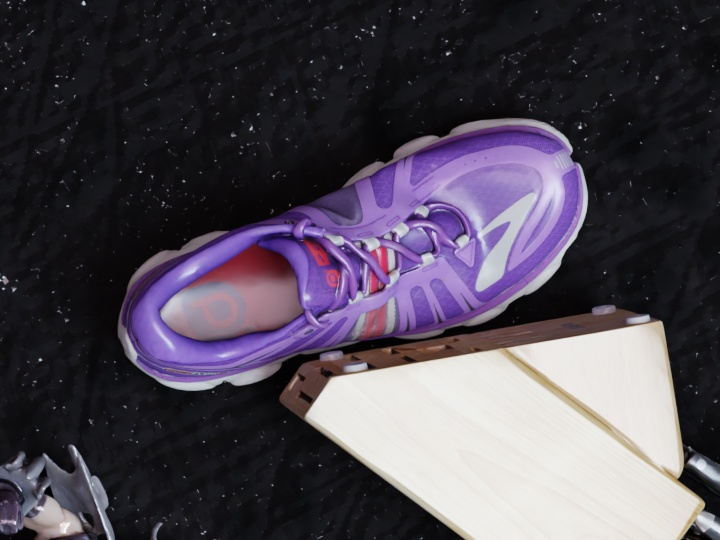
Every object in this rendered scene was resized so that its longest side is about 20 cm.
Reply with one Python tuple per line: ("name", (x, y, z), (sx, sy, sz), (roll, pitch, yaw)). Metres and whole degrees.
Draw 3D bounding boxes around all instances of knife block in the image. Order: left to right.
("knife block", (0.079, 0.108, 1.170), (0.199, 0.064, 0.176), (-9, 95, -11))

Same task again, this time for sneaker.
("sneaker", (0.000, 0.000, 1.170), (0.200, 0.083, 0.081), (-23, 91, -4))

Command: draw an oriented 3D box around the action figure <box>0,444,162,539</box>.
("action figure", (-0.146, 0.145, 1.139), (0.200, 0.069, 0.130), (-20, 90, -36))
